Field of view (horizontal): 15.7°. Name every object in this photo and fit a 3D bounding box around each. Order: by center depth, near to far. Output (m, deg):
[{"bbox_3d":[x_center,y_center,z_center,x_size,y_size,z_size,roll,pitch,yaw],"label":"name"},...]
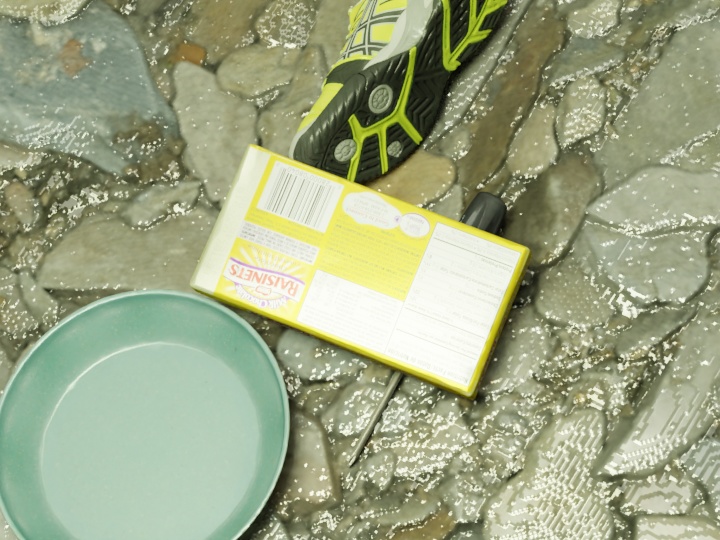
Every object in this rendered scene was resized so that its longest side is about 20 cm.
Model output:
[{"bbox_3d":[0.000,0.000,1.664,0.199,0.026,0.103,21,84,14],"label":"candy box"},{"bbox_3d":[-0.138,0.111,1.669,0.198,0.036,0.202,-5,65,11],"label":"plant saucer"},{"bbox_3d":[0.038,0.037,1.675,0.029,0.028,0.201,21,77,52],"label":"screwdriver"},{"bbox_3d":[0.017,-0.138,1.739,0.076,0.076,0.200,26,70,43],"label":"sneaker"}]
